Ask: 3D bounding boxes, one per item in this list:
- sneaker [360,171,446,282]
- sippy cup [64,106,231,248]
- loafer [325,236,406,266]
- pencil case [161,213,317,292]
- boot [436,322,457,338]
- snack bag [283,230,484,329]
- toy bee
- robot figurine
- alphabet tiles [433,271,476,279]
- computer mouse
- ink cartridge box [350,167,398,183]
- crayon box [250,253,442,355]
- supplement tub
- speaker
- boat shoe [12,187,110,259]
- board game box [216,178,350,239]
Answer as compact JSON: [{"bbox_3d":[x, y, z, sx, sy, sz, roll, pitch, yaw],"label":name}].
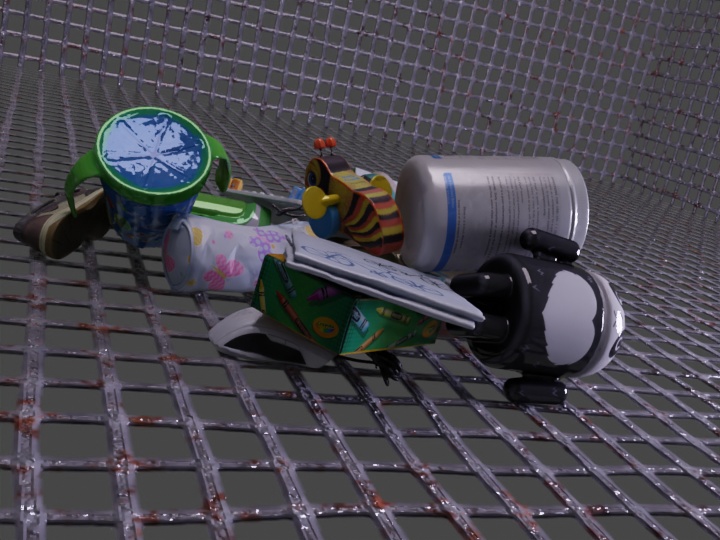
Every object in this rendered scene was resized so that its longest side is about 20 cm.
[{"bbox_3d":[0.052,-0.055,1.224,0.201,0.071,0.080,54,30,6],"label":"sneaker"},{"bbox_3d":[-0.252,-0.101,0.989,0.175,0.131,0.141,18,51,-7],"label":"sippy cup"},{"bbox_3d":[0.000,0.000,1.085,0.067,0.077,0.198,-32,22,-35],"label":"loafer"},{"bbox_3d":[-0.141,-0.019,1.003,0.197,0.092,0.083,0,24,-39],"label":"pencil case"},{"bbox_3d":[0.099,0.048,1.051,0.196,0.066,0.186,1,8,-14],"label":"boot"},{"bbox_3d":[0.012,0.004,0.810,0.185,0.022,0.200,18,7,-9],"label":"snack bag"},{"bbox_3d":[-0.032,-0.093,0.951,0.197,0.111,0.131,12,23,24],"label":"toy bee"},{"bbox_3d":[0.192,0.050,0.890,0.197,0.152,0.126,11,31,-25],"label":"robot figurine"},{"bbox_3d":[0.114,-0.019,1.108,0.192,0.015,0.200,18,-10,-6],"label":"alphabet tiles"},{"bbox_3d":[-0.058,0.069,0.851,0.196,0.045,0.110,10,16,-14],"label":"computer mouse"},{"bbox_3d":[0.056,-0.083,1.331,0.197,0.106,0.059,15,-20,-28],"label":"ink cartridge box"},{"bbox_3d":[-0.005,0.033,0.857,0.117,0.059,0.199,25,12,30],"label":"crayon box"},{"bbox_3d":[0.147,-0.066,0.955,0.196,0.135,0.132,-1,18,-16],"label":"supplement tub"},{"bbox_3d":[-0.222,-0.065,1.109,0.196,0.090,0.089,11,15,-11],"label":"speaker"},{"bbox_3d":[-0.363,-0.071,1.033,0.065,0.073,0.201,19,20,1],"label":"boat shoe"},{"bbox_3d":[-0.079,-0.076,1.187,0.198,0.026,0.199,13,-12,45],"label":"board game box"}]
